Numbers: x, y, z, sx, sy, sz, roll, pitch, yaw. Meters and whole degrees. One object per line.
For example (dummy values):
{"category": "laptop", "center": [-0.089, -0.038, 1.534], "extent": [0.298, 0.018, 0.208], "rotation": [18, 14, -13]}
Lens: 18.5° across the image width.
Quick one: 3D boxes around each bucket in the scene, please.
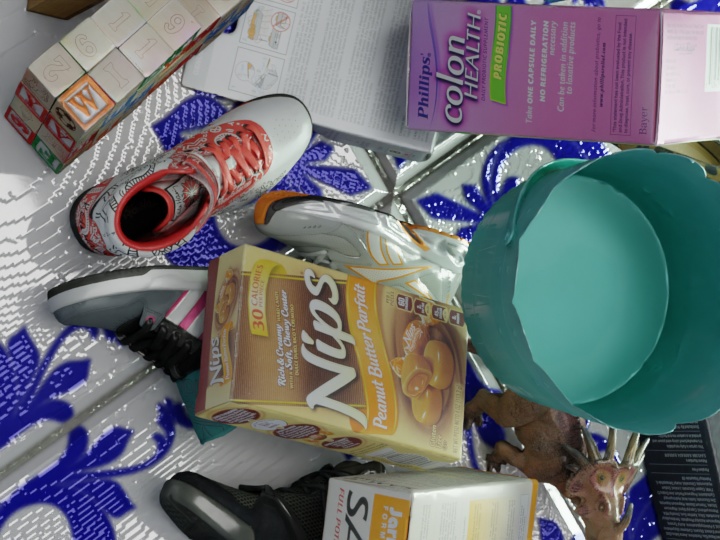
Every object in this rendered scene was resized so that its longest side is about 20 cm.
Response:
{"category": "bucket", "center": [0.176, 0.013, 1.581], "extent": [0.205, 0.135, 0.210], "rotation": [0, 91, -21]}

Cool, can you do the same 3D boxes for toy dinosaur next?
{"category": "toy dinosaur", "center": [0.148, 0.114, 1.688], "extent": [0.086, 0.135, 0.201], "rotation": [-36, 102, -24]}

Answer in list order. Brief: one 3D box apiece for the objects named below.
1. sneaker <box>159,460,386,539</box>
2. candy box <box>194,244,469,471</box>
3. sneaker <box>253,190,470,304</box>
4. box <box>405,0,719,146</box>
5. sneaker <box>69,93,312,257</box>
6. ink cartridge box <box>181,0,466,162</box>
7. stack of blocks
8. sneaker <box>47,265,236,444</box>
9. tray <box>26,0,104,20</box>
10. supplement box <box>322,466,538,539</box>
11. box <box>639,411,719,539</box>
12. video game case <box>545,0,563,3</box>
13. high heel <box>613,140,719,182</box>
{"category": "sneaker", "center": [-0.053, 0.172, 1.619], "extent": [0.199, 0.076, 0.115], "rotation": [30, 72, -25]}
{"category": "candy box", "center": [-0.017, 0.065, 1.574], "extent": [0.199, 0.055, 0.117], "rotation": [17, 66, -32]}
{"category": "sneaker", "center": [0.000, 0.000, 1.646], "extent": [0.199, 0.075, 0.093], "rotation": [17, 88, -36]}
{"category": "box", "center": [0.160, -0.148, 1.637], "extent": [0.175, 0.198, 0.098], "rotation": [-10, 103, -61]}
{"category": "sneaker", "center": [-0.106, -0.066, 1.576], "extent": [0.200, 0.108, 0.068], "rotation": [-27, 102, -18]}
{"category": "ink cartridge box", "center": [-0.024, -0.186, 1.685], "extent": [0.198, 0.057, 0.164], "rotation": [14, 80, -4]}
{"category": "stack of blocks", "center": [-0.153, -0.165, 1.561], "extent": [0.059, 0.115, 0.200], "rotation": [47, 68, -2]}
{"category": "sneaker", "center": [-0.127, 0.064, 1.587], "extent": [0.198, 0.083, 0.122], "rotation": [0, 77, -28]}
{"category": "tray", "center": [-0.192, -0.286, 1.566], "extent": [0.037, 0.098, 0.202], "rotation": [12, 81, -25]}
{"category": "supplement box", "center": [0.049, 0.212, 1.609], "extent": [0.199, 0.073, 0.127], "rotation": [5, 92, -59]}
{"category": "box", "center": [0.321, 0.172, 1.789], "extent": [0.147, 0.104, 0.202], "rotation": [-14, 93, -27]}
{"category": "video game case", "center": [0.075, -0.253, 1.636], "extent": [0.199, 0.143, 0.018], "rotation": [30, 108, 12]}
{"category": "high heel", "center": [0.218, -0.134, 1.737], "extent": [0.071, 0.142, 0.201], "rotation": [-44, 105, -22]}
